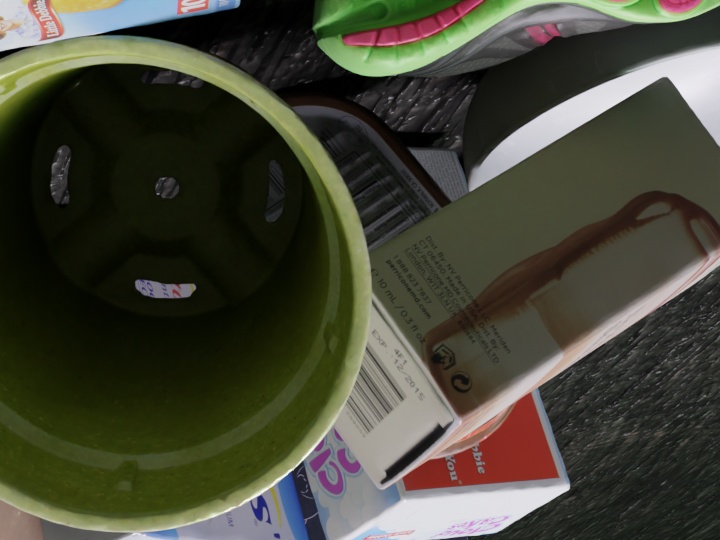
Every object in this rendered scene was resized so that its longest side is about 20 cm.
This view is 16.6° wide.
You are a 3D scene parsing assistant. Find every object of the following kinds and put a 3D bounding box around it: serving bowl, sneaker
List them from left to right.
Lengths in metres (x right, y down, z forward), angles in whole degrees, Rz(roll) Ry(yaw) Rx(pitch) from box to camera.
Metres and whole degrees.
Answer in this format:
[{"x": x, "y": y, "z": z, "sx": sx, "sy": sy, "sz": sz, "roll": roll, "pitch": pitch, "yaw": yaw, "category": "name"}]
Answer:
[{"x": 0.073, "y": -0.131, "z": 1.088, "sx": 0.199, "sy": 0.077, "sz": 0.084, "roll": -10, "pitch": 180, "yaw": -8, "category": "sneaker"}, {"x": 0.141, "y": -0.098, "z": 1.233, "sx": 0.199, "sy": 0.066, "sz": 0.200, "roll": -14, "pitch": 163, "yaw": -4, "category": "serving bowl"}]

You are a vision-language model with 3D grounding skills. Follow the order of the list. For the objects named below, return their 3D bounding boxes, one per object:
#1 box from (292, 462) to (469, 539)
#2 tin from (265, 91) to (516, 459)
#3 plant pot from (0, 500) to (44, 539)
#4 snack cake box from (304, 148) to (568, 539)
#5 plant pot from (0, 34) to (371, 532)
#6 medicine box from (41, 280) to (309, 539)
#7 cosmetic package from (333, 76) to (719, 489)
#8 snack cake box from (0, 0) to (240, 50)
[{"x": -0.037, "y": 0.161, "z": 1.744, "sx": 0.199, "sy": 0.149, "sz": 0.107, "roll": -14, "pitch": 163, "yaw": -4, "category": "box"}, {"x": 0.000, "y": 0.000, "z": 1.197, "sx": 0.112, "sy": 0.200, "sz": 0.042, "roll": -35, "pitch": 165, "yaw": -16, "category": "tin"}, {"x": -0.234, "y": 0.095, "z": 1.179, "sx": 0.200, "sy": 0.201, "sz": 0.175, "roll": -19, "pitch": 123, "yaw": 11, "category": "plant pot"}, {"x": 0.019, "y": 0.037, "z": 1.288, "sx": 0.115, "sy": 0.201, "sz": 0.067, "roll": 1, "pitch": 153, "yaw": -40, "category": "snack cake box"}, {"x": -0.092, "y": -0.016, "z": 1.049, "sx": 0.200, "sy": 0.201, "sz": 0.184, "roll": -18, "pitch": -166, "yaw": 6, "category": "plant pot"}, {"x": -0.131, "y": 0.083, "z": 1.358, "sx": 0.103, "sy": 0.183, "sz": 0.200, "roll": -22, "pitch": 162, "yaw": 21, "category": "medicine box"}, {"x": 0.075, "y": 0.005, "z": 1.125, "sx": 0.200, "sy": 0.087, "sz": 0.103, "roll": -32, "pitch": 171, "yaw": -29, "category": "cosmetic package"}, {"x": -0.098, "y": -0.151, "z": 0.853, "sx": 0.115, "sy": 0.067, "sz": 0.200, "roll": -13, "pitch": 163, "yaw": -11, "category": "snack cake box"}]
